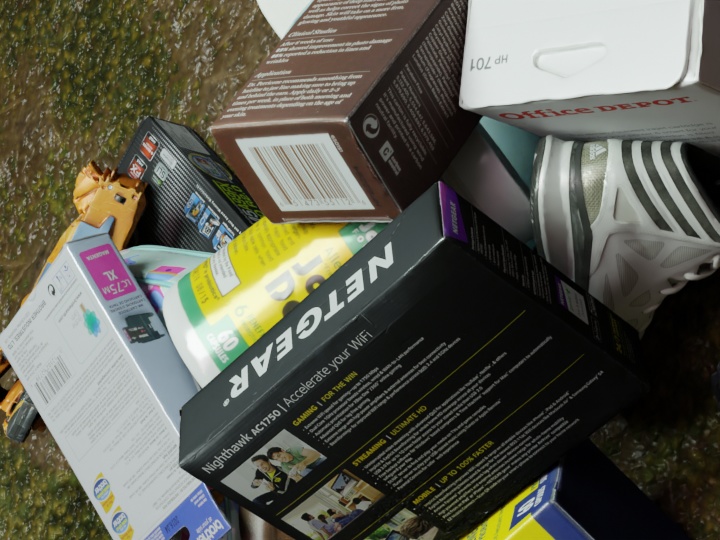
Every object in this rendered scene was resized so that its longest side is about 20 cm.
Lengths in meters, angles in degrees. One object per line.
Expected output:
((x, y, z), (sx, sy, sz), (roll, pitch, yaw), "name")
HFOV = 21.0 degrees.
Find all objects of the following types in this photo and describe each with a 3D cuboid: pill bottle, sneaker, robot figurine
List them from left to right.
((-0.208, 0.024, 1.351), (0.200, 0.058, 0.145), (-64, 6, 3), "robot figurine")
((0.000, 0.000, 1.069), (0.200, 0.113, 0.113), (-36, 55, 8), "pill bottle")
((0.160, 0.008, 1.040), (0.115, 0.201, 0.076), (-1, 49, 15), "sneaker")

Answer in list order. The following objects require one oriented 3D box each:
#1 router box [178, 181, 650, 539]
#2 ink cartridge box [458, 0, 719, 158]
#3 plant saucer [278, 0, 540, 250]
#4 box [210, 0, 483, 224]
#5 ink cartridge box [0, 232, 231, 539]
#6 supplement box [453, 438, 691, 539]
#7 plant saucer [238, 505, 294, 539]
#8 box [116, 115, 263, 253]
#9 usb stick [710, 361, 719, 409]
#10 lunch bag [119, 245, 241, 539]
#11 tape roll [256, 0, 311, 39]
((0.026, 0.066, 0.999), (0.200, 0.149, 0.051), (-41, 30, 25), "router box")
((0.170, -0.105, 1.009), (0.146, 0.200, 0.086), (-1, 78, 42), "ink cartridge box")
((0.039, -0.087, 1.138), (0.200, 0.027, 0.201), (-1, 86, 13), "plant saucer")
((0.020, -0.114, 1.027), (0.100, 0.075, 0.200), (1, 45, 42), "box")
((-0.142, 0.091, 1.193), (0.200, 0.042, 0.119), (59, 137, 14), "ink cartridge box")
((0.074, 0.197, 1.051), (0.110, 0.109, 0.200), (44, 110, -6), "supplement box")
((0.022, 0.155, 1.126), (0.200, 0.032, 0.201), (3, 107, 11), "plant saucer")
((-0.129, 0.008, 1.384), (0.200, 0.044, 0.160), (47, 113, 40), "box")
((0.269, 0.032, 0.999), (0.200, 0.033, 0.056), (-32, 66, 35), "usb stick")
((-0.113, 0.087, 1.248), (0.160, 0.077, 0.201), (4, 109, 43), "lunch bag")
((0.029, -0.205, 1.187), (0.202, 0.037, 0.203), (-2, 82, 16), "tape roll")
